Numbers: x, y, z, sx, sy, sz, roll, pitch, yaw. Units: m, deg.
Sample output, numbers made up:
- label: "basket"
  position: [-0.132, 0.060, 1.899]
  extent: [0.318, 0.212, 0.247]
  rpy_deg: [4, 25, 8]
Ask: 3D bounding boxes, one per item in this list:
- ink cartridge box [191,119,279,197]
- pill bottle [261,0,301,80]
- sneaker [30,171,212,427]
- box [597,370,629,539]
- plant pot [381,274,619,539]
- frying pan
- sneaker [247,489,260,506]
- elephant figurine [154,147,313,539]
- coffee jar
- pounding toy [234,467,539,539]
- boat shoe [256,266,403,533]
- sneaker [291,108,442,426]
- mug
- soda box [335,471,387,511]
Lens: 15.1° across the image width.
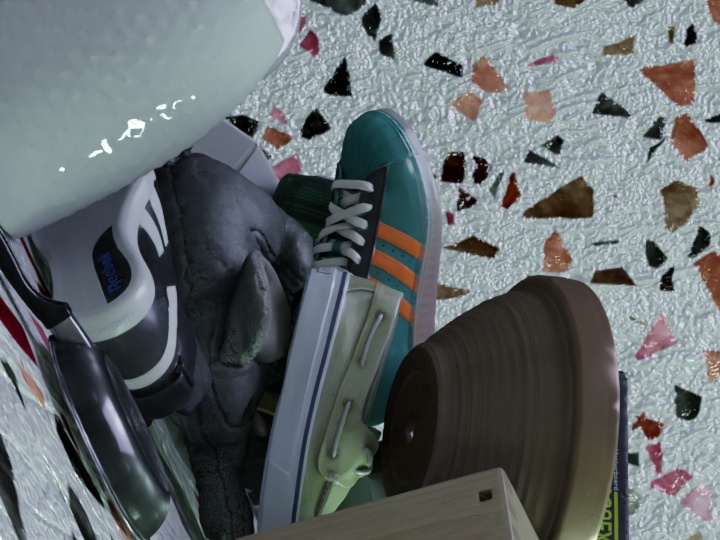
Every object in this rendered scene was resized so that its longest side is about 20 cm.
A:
- label: "ink cartridge box"
  position: [-0.120, -0.050, 1.856]
  extent: [0.145, 0.084, 0.200]
  rpy_deg: [35, -11, 24]
- label: "pill bottle"
  position: [-0.140, -0.153, 1.644]
  extent: [0.200, 0.112, 0.112]
  rpy_deg: [-6, -61, 44]
- label: "sneaker"
  position: [-0.131, 0.017, 1.517]
  extent: [0.200, 0.073, 0.112]
  rpy_deg: [-100, 168, -59]
- label: "box"
  position: [0.112, 0.174, 1.660]
  extent: [0.160, 0.044, 0.200]
  rpy_deg: [136, -41, -63]
- label: "plant pot"
  position: [0.071, 0.097, 1.597]
  extent: [0.201, 0.093, 0.201]
  rpy_deg: [-171, -90, -72]
- label: "frying pan"
  position: [-0.138, 0.048, 1.352]
  extent: [0.115, 0.031, 0.190]
  rpy_deg: [65, 1, -77]
- label: "sneaker"
  position: [-0.046, 0.169, 2.029]
  extent: [0.116, 0.076, 0.200]
  rpy_deg: [120, -47, -85]
- label: "elephant figurine"
  position: [-0.091, 0.035, 1.619]
  extent: [0.155, 0.142, 0.200]
  rpy_deg: [32, 31, -22]
- label: "coffee jar"
  position: [-0.046, 0.044, 1.775]
  extent: [0.085, 0.200, 0.104]
  rpy_deg: [18, -15, 16]
- label: "pounding toy"
  position: [0.022, 0.209, 1.514]
  extent: [0.200, 0.184, 0.142]
  rpy_deg: [62, 16, -48]
- label: "boat shoe"
  position: [-0.019, 0.097, 1.613]
  extent: [0.072, 0.062, 0.200]
  rpy_deg: [69, 31, -81]
- label: "sneaker"
  position: [0.000, 0.000, 1.698]
  extent: [0.071, 0.080, 0.200]
  rpy_deg: [4, -82, 50]
- label: "mug"
  position: [-0.142, -0.130, 1.463]
  extent: [0.148, 0.175, 0.200]
  rpy_deg: [63, 1, -24]
- label: "soda box"
  position: [0.019, 0.224, 1.657]
  extent: [0.063, 0.068, 0.200]
  rpy_deg: [-4, 79, -54]
